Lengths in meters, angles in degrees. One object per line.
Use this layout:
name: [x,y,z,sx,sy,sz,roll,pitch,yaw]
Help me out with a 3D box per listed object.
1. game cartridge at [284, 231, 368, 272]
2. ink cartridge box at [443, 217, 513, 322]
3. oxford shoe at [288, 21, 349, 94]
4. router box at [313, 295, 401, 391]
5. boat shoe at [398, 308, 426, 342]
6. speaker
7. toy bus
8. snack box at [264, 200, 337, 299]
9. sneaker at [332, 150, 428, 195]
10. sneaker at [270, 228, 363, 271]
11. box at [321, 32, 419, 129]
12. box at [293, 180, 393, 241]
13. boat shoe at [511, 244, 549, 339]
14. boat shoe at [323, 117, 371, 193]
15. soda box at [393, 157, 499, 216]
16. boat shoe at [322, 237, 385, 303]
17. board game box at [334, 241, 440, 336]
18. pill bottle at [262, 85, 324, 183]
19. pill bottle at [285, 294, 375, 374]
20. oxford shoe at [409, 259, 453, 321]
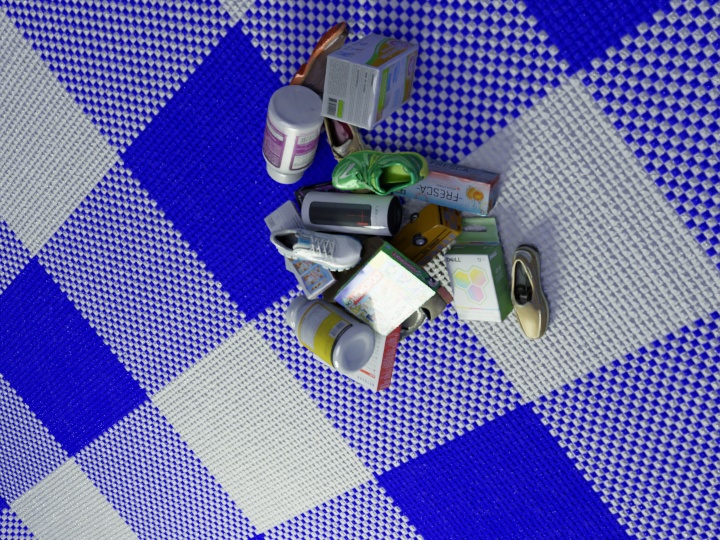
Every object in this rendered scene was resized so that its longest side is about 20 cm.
game cartridge: [-0.072,-0.030,1.815,0.197,0.041,0.135,12,127,18]
ink cartridge box: [0.231,-0.001,1.682,0.103,0.059,0.203,2,116,39]
oxford shoe: [-0.069,-0.401,1.645,0.072,0.072,0.200,34,135,-13]
router box: [-0.009,0.139,1.839,0.198,0.048,0.182,24,111,38]
boat shoe: [0.071,0.127,1.844,0.201,0.060,0.072,-36,96,37]
speaker: [-0.016,-0.116,1.708,0.197,0.081,0.082,6,118,25]
toy bus: [0.114,-0.055,1.704,0.077,0.066,0.200,18,138,-27]
snack box: [-0.125,-0.044,1.762,0.071,0.024,0.202,-34,75,13]
sneaker: [0.029,-0.187,1.603,0.197,0.084,0.075,-4,113,26]
sneaker: [-0.093,-0.046,1.694,0.197,0.087,0.076,7,85,17]
box: [0.020,-0.348,1.531,0.100,0.200,0.114,19,121,17]
box: [-0.034,-0.120,1.786,0.198,0.036,0.145,-7,112,32]
boat shoe: [0.324,0.055,1.659,0.071,0.076,0.203,-3,114,29]
boat shoe: [-0.029,-0.246,1.677,0.073,0.066,0.203,-19,96,28]
soda box: [0.166,-0.167,1.635,0.197,0.064,0.069,16,122,21]
boat shoe: [0.000,0.001,1.743,0.200,0.067,0.073,-43,50,36]
board game box: [0.049,0.041,1.655,0.134,0.029,0.200,36,138,-7]
pill bottle: [-0.139,-0.266,1.693,0.112,0.113,0.201,34,148,8]
pill bottle: [-0.068,0.127,1.778,0.199,0.111,0.114,31,131,42]
oxford shoe: [0.104,0.032,1.672,0.199,0.075,0.070,39,174,-30]
